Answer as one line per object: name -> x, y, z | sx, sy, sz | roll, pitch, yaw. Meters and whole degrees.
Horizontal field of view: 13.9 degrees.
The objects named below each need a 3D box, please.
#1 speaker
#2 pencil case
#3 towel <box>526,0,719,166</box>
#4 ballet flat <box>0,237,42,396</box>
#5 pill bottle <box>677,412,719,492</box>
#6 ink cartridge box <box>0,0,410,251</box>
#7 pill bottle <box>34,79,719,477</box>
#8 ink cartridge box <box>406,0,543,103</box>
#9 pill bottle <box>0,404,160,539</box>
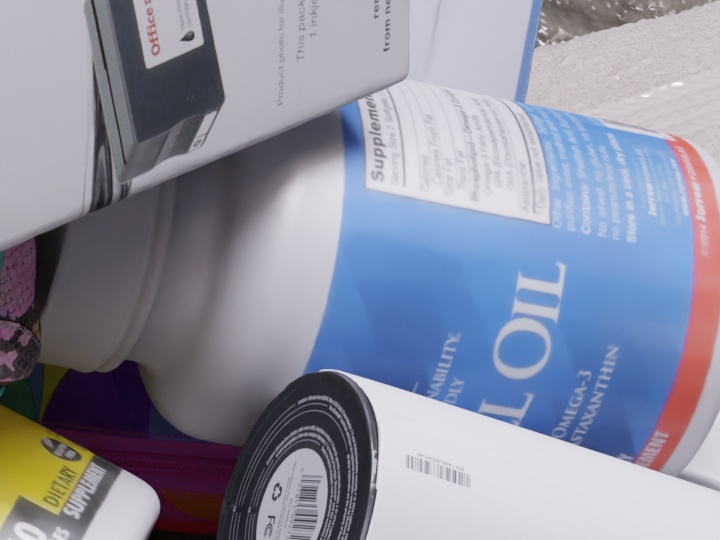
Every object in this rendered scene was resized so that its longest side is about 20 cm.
speaker -> 0.063, 0.090, 0.820 | 0.199, 0.081, 0.082 | 19, 39, -30
pencil case -> -0.049, 0.044, 0.923 | 0.199, 0.089, 0.089 | 7, 44, -20
towel -> 0.090, -0.044, 1.053 | 0.199, 0.035, 0.133 | -17, 36, -8
ballet flat -> -0.131, -0.022, 0.825 | 0.069, 0.072, 0.200 | 15, 7, -28
pill bottle -> 0.156, 0.060, 0.998 | 0.119, 0.120, 0.200 | 39, 41, 13
ink cartridge box -> -0.103, -0.074, 0.746 | 0.144, 0.085, 0.199 | 19, 31, 37
pill bottle -> 0.000, 0.000, 0.851 | 0.199, 0.113, 0.113 | 9, 43, -20
ink cartridge box -> -0.019, -0.080, 0.995 | 0.076, 0.137, 0.200 | 5, 12, -27
pill bottle -> -0.165, 0.065, 0.814 | 0.199, 0.112, 0.112 | 27, 40, -1
